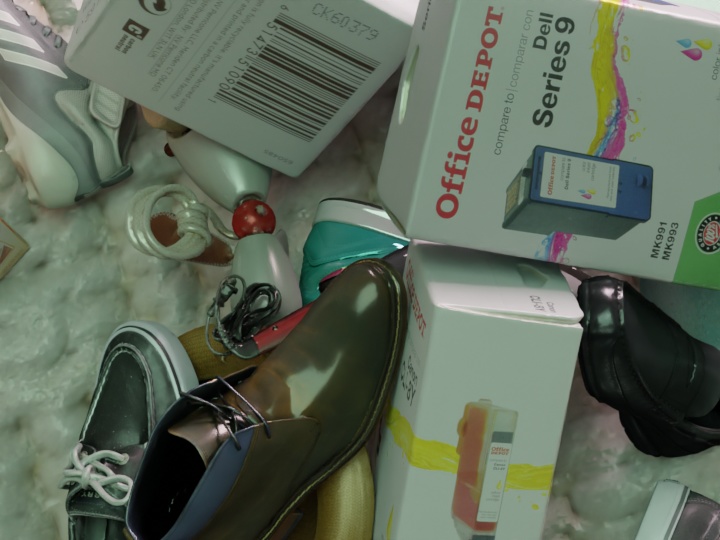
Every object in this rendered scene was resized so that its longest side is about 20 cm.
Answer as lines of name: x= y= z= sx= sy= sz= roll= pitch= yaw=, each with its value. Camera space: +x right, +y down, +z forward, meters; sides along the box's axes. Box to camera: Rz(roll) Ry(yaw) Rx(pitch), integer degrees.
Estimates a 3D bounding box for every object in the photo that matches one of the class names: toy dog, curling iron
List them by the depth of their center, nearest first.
curling iron: x=0.000 y=0.000 z=1.064 sx=0.199 sy=0.026 sz=0.050 roll=-22 pitch=81 yaw=-16
toy dog: x=-0.092 y=-0.045 z=1.146 sx=0.132 sy=0.096 sz=0.201 roll=24 pitch=50 yaw=-21

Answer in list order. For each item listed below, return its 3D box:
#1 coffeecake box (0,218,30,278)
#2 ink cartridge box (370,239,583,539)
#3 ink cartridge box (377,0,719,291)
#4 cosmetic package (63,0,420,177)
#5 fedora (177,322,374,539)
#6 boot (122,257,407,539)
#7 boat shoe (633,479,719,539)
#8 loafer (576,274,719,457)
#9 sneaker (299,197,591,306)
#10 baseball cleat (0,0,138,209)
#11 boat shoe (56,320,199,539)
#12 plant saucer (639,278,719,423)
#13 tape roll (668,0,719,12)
coffeecake box: x=-0.308 y=-0.063 z=1.126 sx=0.153 sy=0.200 sz=0.073 roll=39 pitch=83 yaw=15
ink cartridge box: x=0.056 y=0.094 z=1.016 sx=0.083 sy=0.145 sz=0.201 roll=8 pitch=106 yaw=-6
ink cartridge box: x=0.123 y=-0.079 z=0.988 sx=0.199 sy=0.088 sz=0.146 roll=11 pitch=103 yaw=-11
cosmetic package: x=-0.054 y=-0.202 z=1.093 sx=0.165 sy=0.165 sz=0.201 roll=25 pitch=50 yaw=-18
fedora: x=-0.061 y=0.131 z=1.088 sx=0.200 sy=0.082 sz=0.202 roll=-4 pitch=82 yaw=30
boot: x=-0.050 y=0.079 z=0.981 sx=0.075 sy=0.097 sz=0.200 roll=37 pitch=105 yaw=28
boat shoe: x=0.171 y=0.222 z=1.058 sx=0.066 sy=0.070 sz=0.201 roll=19 pitch=70 yaw=14
loafer: x=0.170 y=0.054 z=1.031 sx=0.070 sy=0.201 sz=0.068 roll=-6 pitch=64 yaw=22
sneaker: x=0.045 y=0.037 z=1.112 sx=0.199 sy=0.084 sz=0.121 roll=15 pitch=72 yaw=19
baseball cleat: x=-0.210 y=-0.140 z=1.213 sx=0.106 sy=0.070 sz=0.201 roll=-24 pitch=82 yaw=-7
boat shoe: x=-0.139 y=0.127 z=1.045 sx=0.073 sy=0.068 sz=0.200 roll=3 pitch=86 yaw=30
plant saucer: x=0.271 y=0.006 z=1.116 sx=0.200 sy=0.039 sz=0.202 roll=-2 pitch=75 yaw=6
tape roll: x=0.273 y=-0.133 z=1.078 sx=0.202 sy=0.071 sz=0.203 roll=-1 pitch=85 yaw=14
